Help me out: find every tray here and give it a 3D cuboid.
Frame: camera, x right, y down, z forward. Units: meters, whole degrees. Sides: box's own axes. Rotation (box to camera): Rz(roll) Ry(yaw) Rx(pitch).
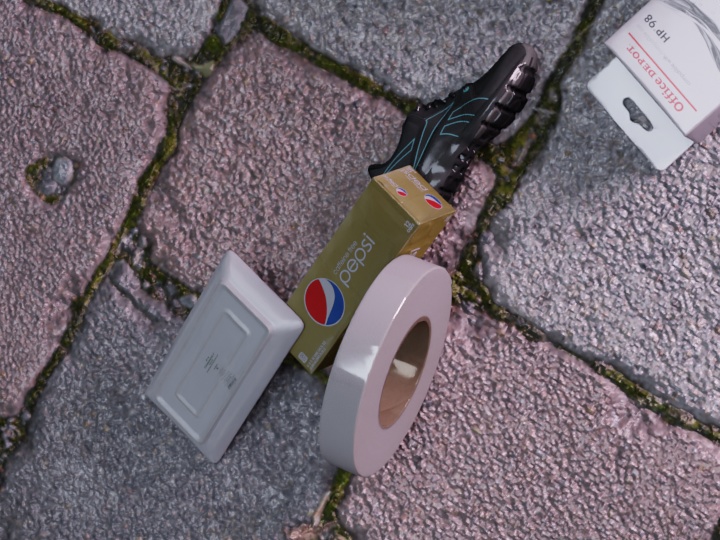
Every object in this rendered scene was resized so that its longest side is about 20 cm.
[{"bbox_3d":[-0.137,0.087,1.721,0.107,0.022,0.200,43,124,16],"label":"tray"}]

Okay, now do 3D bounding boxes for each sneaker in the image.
[{"bbox_3d":[0.084,-0.136,1.665,0.079,0.075,0.200,42,101,18],"label":"sneaker"}]

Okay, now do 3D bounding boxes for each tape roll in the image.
[{"bbox_3d":[0.025,0.085,1.611,0.037,0.203,0.204,21,95,19],"label":"tape roll"}]

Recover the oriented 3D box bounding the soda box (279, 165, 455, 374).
[{"bbox_3d":[0.000,0.000,1.658,0.064,0.068,0.200,44,122,16],"label":"soda box"}]

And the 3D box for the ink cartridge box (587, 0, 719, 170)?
[{"bbox_3d":[0.301,-0.195,1.596,0.200,0.067,0.116,-43,76,13],"label":"ink cartridge box"}]
